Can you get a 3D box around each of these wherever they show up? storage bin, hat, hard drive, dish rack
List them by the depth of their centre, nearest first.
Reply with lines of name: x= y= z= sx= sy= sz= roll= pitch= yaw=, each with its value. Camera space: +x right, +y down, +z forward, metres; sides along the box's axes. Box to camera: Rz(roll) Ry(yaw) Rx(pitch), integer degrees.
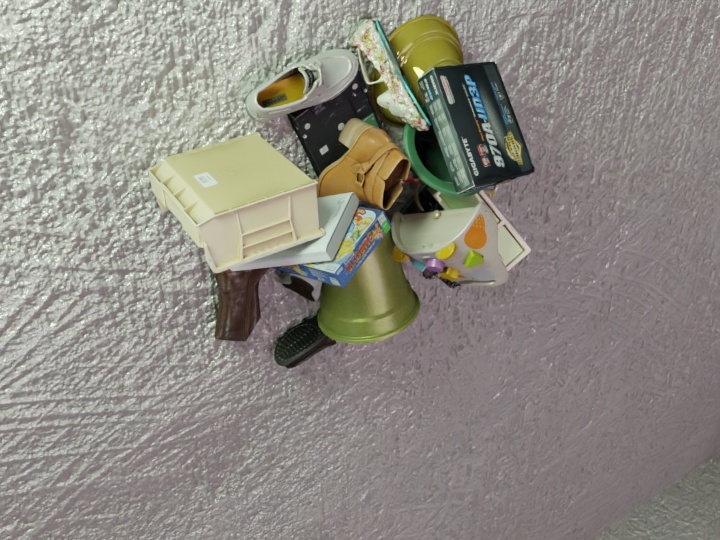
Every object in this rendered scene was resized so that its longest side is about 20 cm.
storage bin: x=-0.189 y=-0.107 z=1.222 sx=0.196 sy=0.200 sz=0.095 roll=-21 pitch=131 yaw=-26
hard drive: x=-0.109 y=-0.061 z=1.298 sx=0.027 sy=0.197 sz=0.133 roll=57 pitch=41 yaw=-36
hard drive: x=-0.032 y=-0.229 z=1.383 sx=0.139 sy=0.038 sz=0.201 roll=-38 pitch=137 yaw=-10
hat: x=0.109 y=-0.183 z=1.420 sx=0.197 sy=0.176 sz=0.168 roll=22 pitch=66 yaw=-15
dish rack: x=0.163 y=-0.064 z=1.597 sx=0.199 sy=0.055 sz=0.154 roll=35 pitch=106 yaw=-25

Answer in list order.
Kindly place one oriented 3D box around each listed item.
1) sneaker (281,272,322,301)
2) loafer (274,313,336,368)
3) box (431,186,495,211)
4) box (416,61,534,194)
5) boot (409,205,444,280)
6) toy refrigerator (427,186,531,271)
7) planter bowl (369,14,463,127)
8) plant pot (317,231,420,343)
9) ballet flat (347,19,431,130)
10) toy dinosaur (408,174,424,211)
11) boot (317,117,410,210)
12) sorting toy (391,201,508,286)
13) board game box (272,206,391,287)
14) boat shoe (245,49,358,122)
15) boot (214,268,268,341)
sneaker: x=-0.088 y=0.000 z=1.436 sx=0.072 sy=0.200 sz=0.086 roll=27 pitch=76 yaw=-7
loafer: x=-0.078 y=0.132 z=1.594 sx=0.199 sy=0.073 sz=0.072 roll=-35 pitch=136 yaw=-13
box: x=0.196 y=-0.110 z=1.658 sx=0.116 sy=0.048 sz=0.202 roll=2 pitch=122 yaw=-39
box: x=0.191 y=-0.236 z=1.332 sx=0.157 sy=0.203 sz=0.046 roll=-15 pitch=174 yaw=-38
boot: x=0.182 y=-0.050 z=1.544 sx=0.199 sy=0.069 sz=0.175 roll=38 pitch=104 yaw=-16
toy refrigerator: x=0.213 y=-0.091 z=1.458 sx=0.076 sy=0.070 sz=0.200 roll=-40 pitch=106 yaw=6
planter bowl: x=0.119 y=-0.325 z=1.400 sx=0.198 sy=0.083 sz=0.203 roll=-22 pitch=133 yaw=-25
plant pot: x=0.000 y=0.000 z=1.491 sx=0.198 sy=0.200 sz=0.187 roll=-26 pitch=124 yaw=-22
ballet flat: x=0.044 y=-0.305 z=1.308 sx=0.063 sy=0.202 sz=0.076 roll=-27 pitch=180 yaw=13
toy dinosaur: x=0.108 y=-0.190 z=1.472 sx=0.058 sy=0.101 sz=0.202 roll=31 pitch=64 yaw=-16
boot: x=0.002 y=-0.134 z=1.339 sx=0.073 sy=0.155 sz=0.202 roll=-4 pitch=124 yaw=-37
sorting toy: x=0.169 y=-0.024 z=1.433 sx=0.179 sy=0.198 sz=0.108 roll=38 pitch=63 yaw=-37
board game box: x=-0.062 y=-0.050 z=1.304 sx=0.136 sy=0.198 sz=0.035 roll=-52 pitch=131 yaw=-24
boat shoe: x=-0.084 y=-0.290 z=1.253 sx=0.198 sy=0.070 sz=0.072 roll=-26 pitch=97 yaw=-17
boot: x=-0.180 y=0.027 z=1.444 sx=0.184 sy=0.064 sz=0.202 roll=-22 pitch=136 yaw=-27
